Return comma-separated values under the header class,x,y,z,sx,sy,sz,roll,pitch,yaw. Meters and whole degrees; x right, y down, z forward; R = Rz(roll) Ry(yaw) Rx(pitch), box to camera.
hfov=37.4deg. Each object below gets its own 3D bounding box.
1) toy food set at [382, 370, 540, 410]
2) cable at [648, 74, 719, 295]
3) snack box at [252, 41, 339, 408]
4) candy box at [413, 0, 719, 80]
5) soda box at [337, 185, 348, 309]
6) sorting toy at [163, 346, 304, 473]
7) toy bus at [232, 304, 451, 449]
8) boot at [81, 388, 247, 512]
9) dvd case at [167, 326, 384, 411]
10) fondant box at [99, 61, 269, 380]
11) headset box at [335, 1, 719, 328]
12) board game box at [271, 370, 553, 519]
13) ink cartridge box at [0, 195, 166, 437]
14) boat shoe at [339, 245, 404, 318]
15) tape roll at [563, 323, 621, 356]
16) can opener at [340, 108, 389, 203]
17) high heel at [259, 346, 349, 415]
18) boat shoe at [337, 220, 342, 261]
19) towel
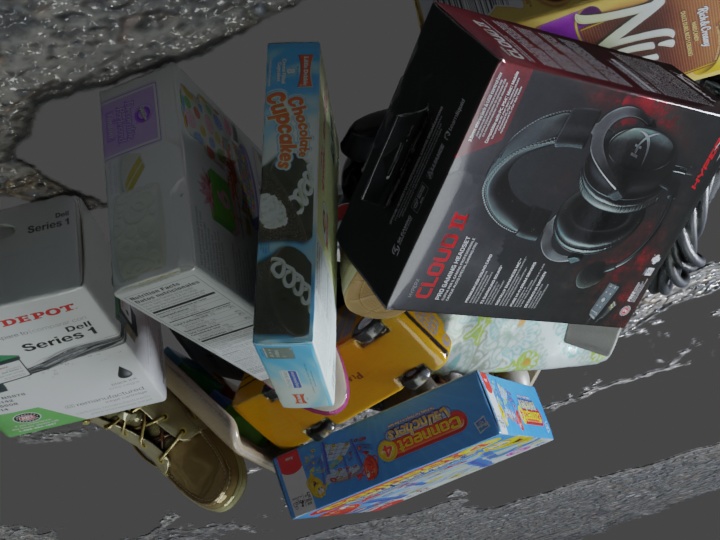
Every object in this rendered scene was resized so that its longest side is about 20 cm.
class,x,y,z,sx,sy,sz,roll,pitch,yaw
toy food set,0.121,0.073,1.010,0.200,0.060,0.144,-5,127,-46
cable,0.255,-0.057,0.801,0.051,0.164,0.200,16,158,10
snack box,-0.037,-0.027,0.666,0.037,0.201,0.116,-1,155,4
candy box,0.139,-0.151,0.659,0.199,0.057,0.117,-16,155,6
soda box,0.000,0.000,0.904,0.071,0.064,0.200,-12,156,-1
sorting toy,-0.115,0.137,1.004,0.037,0.185,0.200,-50,140,-7
toy bus,-0.016,0.078,0.871,0.200,0.078,0.065,-34,111,33
boot,-0.203,0.137,0.973,0.073,0.200,0.155,-49,145,3
dvd case,-0.071,0.083,1.001,0.199,0.025,0.150,11,158,10
fondant box,-0.094,-0.024,0.716,0.058,0.145,0.200,-17,155,14
headset box,0.091,-0.052,0.593,0.200,0.077,0.149,6,121,-33
board game box,0.054,0.160,0.958,0.200,0.056,0.196,-26,162,17
ink cartridge box,-0.251,0.042,0.831,0.146,0.085,0.200,-14,149,2
boat shoe,0.045,-0.060,0.671,0.074,0.069,0.200,20,121,-35
tape roll,0.194,-0.036,0.771,0.037,0.203,0.203,17,158,12
can opener,0.079,-0.077,0.776,0.199,0.064,0.079,-3,161,-19
high heel,-0.072,0.054,0.847,0.067,0.200,0.096,-45,153,-13
boat shoe,0.067,-0.011,0.777,0.199,0.066,0.072,-2,179,-19
towel,0.152,0.006,0.896,0.199,0.048,0.172,0,114,-30
